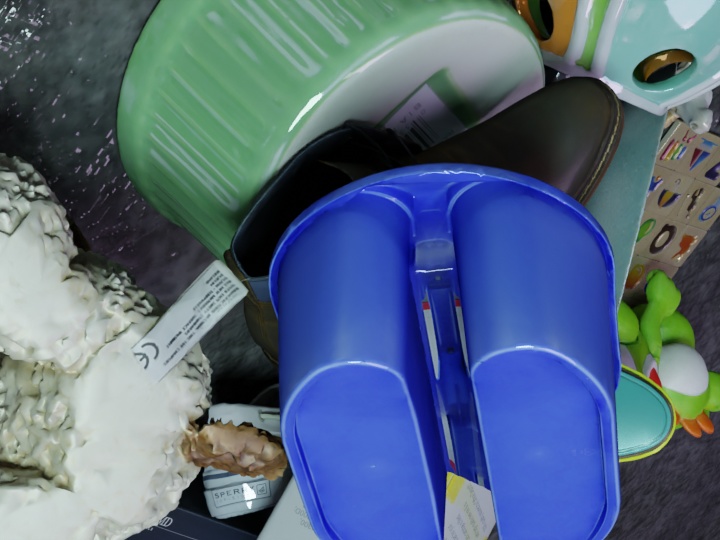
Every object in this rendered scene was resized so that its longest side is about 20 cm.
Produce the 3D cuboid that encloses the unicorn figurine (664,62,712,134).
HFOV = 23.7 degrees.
[{"bbox_3d":[0.225,-0.137,0.997,0.074,0.137,0.201,-20,126,-23],"label":"unicorn figurine"}]

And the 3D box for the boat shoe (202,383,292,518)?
[{"bbox_3d":[-0.038,0.099,1.006,0.073,0.067,0.200,-12,176,12],"label":"boat shoe"}]

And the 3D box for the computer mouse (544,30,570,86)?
[{"bbox_3d":[0.084,-0.059,0.980,0.140,0.046,0.200,-45,160,-22],"label":"computer mouse"}]

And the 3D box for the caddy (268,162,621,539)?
[{"bbox_3d":[0.037,0.040,0.704,0.140,0.105,0.201,-4,140,7],"label":"caddy"}]

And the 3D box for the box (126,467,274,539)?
[{"bbox_3d":[-0.139,0.170,0.976,0.141,0.079,0.200,-50,147,4],"label":"box"}]

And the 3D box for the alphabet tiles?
[{"bbox_3d":[0.182,-0.014,1.182,0.166,0.006,0.200,11,119,-53],"label":"alphabet tiles"}]

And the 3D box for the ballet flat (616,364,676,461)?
[{"bbox_3d":[0.095,0.084,1.069,0.067,0.199,0.067,49,44,-81],"label":"ballet flat"}]

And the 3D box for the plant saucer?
[{"bbox_3d":[0.138,-0.024,0.975,0.201,0.038,0.202,15,90,-82],"label":"plant saucer"}]

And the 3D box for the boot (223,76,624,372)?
[{"bbox_3d":[0.030,-0.031,0.747,0.200,0.075,0.097,-40,151,-2],"label":"boot"}]

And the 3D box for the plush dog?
[{"bbox_3d":[-0.127,0.053,0.744,0.160,0.172,0.201,7,94,-21],"label":"plush dog"}]

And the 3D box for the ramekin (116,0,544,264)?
[{"bbox_3d":[-0.007,-0.074,0.819,0.199,0.098,0.201,-28,145,-22],"label":"ramekin"}]

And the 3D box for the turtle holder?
[{"bbox_3d":[0.150,-0.150,0.859,0.185,0.141,0.132,9,107,-60],"label":"turtle holder"}]

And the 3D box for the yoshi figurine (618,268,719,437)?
[{"bbox_3d":[0.175,0.051,1.181,0.200,0.112,0.113,25,68,-41],"label":"yoshi figurine"}]

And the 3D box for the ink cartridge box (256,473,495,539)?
[{"bbox_3d":[0.029,0.112,0.944,0.201,0.083,0.145,-61,160,-17],"label":"ink cartridge box"}]
